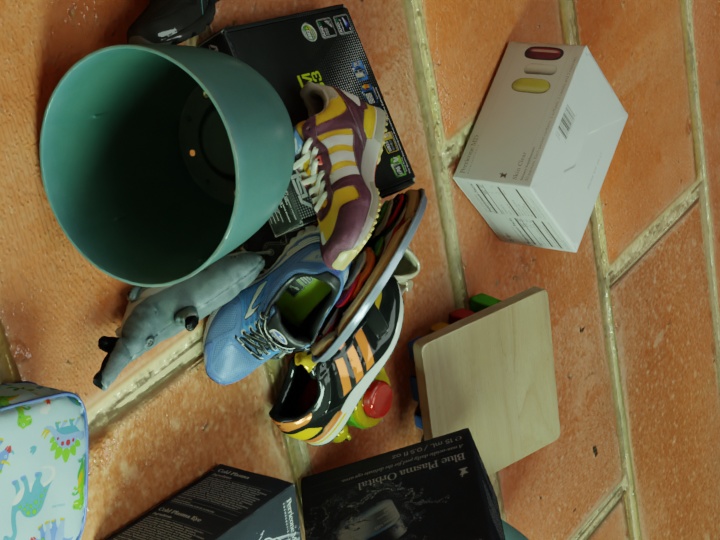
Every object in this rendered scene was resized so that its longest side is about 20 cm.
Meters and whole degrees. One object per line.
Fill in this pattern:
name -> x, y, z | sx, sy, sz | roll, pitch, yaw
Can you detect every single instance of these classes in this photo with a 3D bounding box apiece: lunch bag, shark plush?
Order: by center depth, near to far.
lunch bag -> -0.315, 0.180, 1.275 | 0.199, 0.082, 0.162 | -11, 105, -52
shark plush -> -0.176, 0.033, 1.432 | 0.200, 0.083, 0.092 | -32, 122, -46

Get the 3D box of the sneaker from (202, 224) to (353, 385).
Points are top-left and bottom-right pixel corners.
sneaker -> -0.085, 0.044, 1.486 | 0.078, 0.200, 0.089 | 34, 30, -18

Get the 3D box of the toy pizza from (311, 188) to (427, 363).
toy pizza -> 0.000, 0.000, 1.535 | 0.032, 0.200, 0.201 | 33, 64, -7

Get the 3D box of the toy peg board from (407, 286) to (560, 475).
toy peg board -> 0.129, 0.135, 1.882 | 0.198, 0.098, 0.202 | -22, 115, -32

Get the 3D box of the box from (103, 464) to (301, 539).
box -> -0.144, 0.321, 1.519 | 0.182, 0.103, 0.202 | -31, 121, -48

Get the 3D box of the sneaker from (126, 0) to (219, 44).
sneaker -> -0.159, -0.264, 1.417 | 0.200, 0.075, 0.080 | -55, 128, -44

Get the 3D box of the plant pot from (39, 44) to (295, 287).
plant pot -> -0.149, -0.103, 1.357 | 0.161, 0.199, 0.202 | -27, 119, -60

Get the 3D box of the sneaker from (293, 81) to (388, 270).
sneaker -> -0.032, -0.087, 1.442 | 0.090, 0.075, 0.201 | 24, 44, -19

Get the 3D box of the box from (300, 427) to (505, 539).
box -> 0.050, 0.292, 1.634 | 0.201, 0.195, 0.118 | -99, 170, -54

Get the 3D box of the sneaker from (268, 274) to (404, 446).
sneaker -> -0.025, 0.086, 1.627 | 0.090, 0.070, 0.201 | 26, 92, -56

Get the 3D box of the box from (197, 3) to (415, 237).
box -> -0.048, -0.151, 1.539 | 0.193, 0.047, 0.201 | -21, 89, -52

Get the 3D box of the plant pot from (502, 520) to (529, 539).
plant pot -> 0.130, 0.372, 1.844 | 0.200, 0.199, 0.189 | -52, 121, -34

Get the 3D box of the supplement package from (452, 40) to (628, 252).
supplement package -> 0.222, -0.152, 1.911 | 0.156, 0.110, 0.201 | 46, 60, -48

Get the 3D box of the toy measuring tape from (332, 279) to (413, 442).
toy measuring tape -> 0.016, 0.105, 1.723 | 0.074, 0.073, 0.201 | 53, 56, -44

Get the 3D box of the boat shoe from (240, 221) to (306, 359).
boat shoe -> -0.088, -0.010, 1.552 | 0.067, 0.071, 0.202 | -33, 122, -45

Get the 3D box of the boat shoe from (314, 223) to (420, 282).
boat shoe -> -0.013, -0.026, 1.660 | 0.199, 0.062, 0.072 | 23, 81, -52
